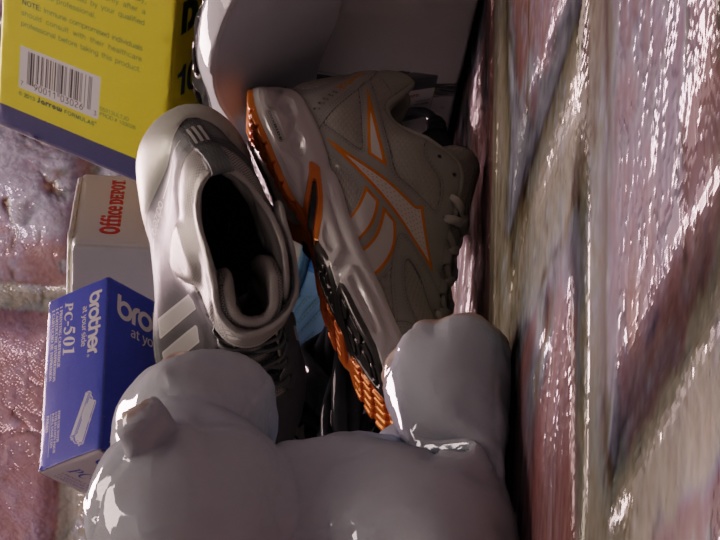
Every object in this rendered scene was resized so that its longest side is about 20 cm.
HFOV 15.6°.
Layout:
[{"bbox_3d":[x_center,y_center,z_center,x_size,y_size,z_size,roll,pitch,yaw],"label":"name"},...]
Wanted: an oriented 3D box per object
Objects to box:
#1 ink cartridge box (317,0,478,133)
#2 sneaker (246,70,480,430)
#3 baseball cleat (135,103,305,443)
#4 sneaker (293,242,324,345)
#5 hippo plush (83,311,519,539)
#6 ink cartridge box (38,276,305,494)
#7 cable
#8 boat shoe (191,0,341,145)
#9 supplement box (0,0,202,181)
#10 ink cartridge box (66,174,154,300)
[{"bbox_3d":[0.009,-0.148,1.324,0.200,0.084,0.145,102,171,-63],"label":"ink cartridge box"},{"bbox_3d":[0.021,-0.013,1.153,0.076,0.092,0.200,90,158,-61],"label":"sneaker"},{"bbox_3d":[-0.059,0.025,1.190,0.106,0.070,0.200,-124,15,-53],"label":"baseball cleat"},{"bbox_3d":[0.000,0.000,1.435,0.078,0.090,0.200,73,-145,-55],"label":"sneaker"},{"bbox_3d":[-0.025,0.109,0.996,0.200,0.160,0.160,-92,7,-60],"label":"hippo plush"},{"bbox_3d":[-0.074,0.086,1.306,0.200,0.044,0.094,30,-131,-43],"label":"ink cartridge box"},{"bbox_3d":[-0.004,0.026,1.275,0.163,0.051,0.200,118,167,-47],"label":"cable"},{"bbox_3d":[-0.053,-0.106,1.217,0.057,0.069,0.200,56,164,21],"label":"boat shoe"},{"bbox_3d":[-0.104,-0.161,1.309,0.109,0.109,0.200,-37,-38,-49],"label":"supplement box"},{"bbox_3d":[-0.074,0.004,1.568,0.147,0.200,0.083,-97,11,-72],"label":"ink cartridge box"}]
